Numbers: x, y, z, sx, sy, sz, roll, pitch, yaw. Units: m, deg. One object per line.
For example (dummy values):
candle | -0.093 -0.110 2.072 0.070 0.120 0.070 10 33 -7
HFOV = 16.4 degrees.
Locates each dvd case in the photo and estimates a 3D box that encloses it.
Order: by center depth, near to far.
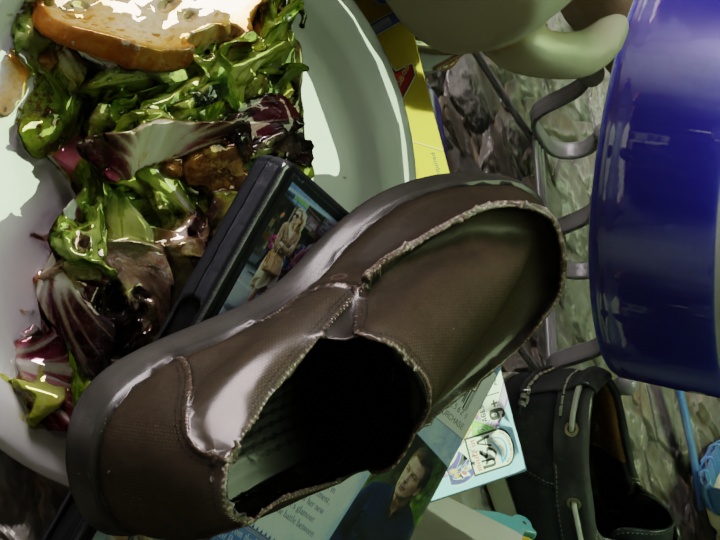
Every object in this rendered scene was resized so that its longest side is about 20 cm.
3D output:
dvd case | -0.037 0.081 0.824 0.143 0.018 0.201 40 74 -44

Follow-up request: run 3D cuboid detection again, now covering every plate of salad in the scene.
plate of salad | -0.059 -0.023 0.823 0.199 0.048 0.201 -2 93 -34

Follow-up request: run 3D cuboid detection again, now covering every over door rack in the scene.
over door rack | 0.076 -0.035 1.153 0.200 0.066 0.148 33 48 -53

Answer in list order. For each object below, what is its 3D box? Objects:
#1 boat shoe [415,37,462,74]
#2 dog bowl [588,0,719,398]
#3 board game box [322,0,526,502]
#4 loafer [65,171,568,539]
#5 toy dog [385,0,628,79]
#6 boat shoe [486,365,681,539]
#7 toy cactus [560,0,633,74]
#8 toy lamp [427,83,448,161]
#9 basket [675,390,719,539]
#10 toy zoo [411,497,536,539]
boat shoe | -0.027 -0.132 0.966 0.200 0.068 0.075 21 66 -41
dog bowl | 0.167 -0.043 1.116 0.200 0.078 0.201 9 90 -69
board game box | -0.028 -0.006 0.895 0.134 0.034 0.201 -16 92 -26
loafer | 0.003 0.034 0.782 0.200 0.071 0.073 -33 125 -34
toy dog | 0.057 -0.187 0.880 0.194 0.139 0.200 39 57 -15
boat shoe | 0.115 0.135 1.146 0.201 0.067 0.072 68 28 -19
toy cactus | 0.101 -0.165 1.160 0.165 0.102 0.200 59 -14 -9
toy lamp | 0.000 0.000 1.002 0.058 0.058 0.201 52 37 -38
basket | 0.254 0.095 1.325 0.139 0.175 0.201 -60 144 -73
toy zoo | 0.045 0.151 0.962 0.131 0.020 0.200 33 30 -3
